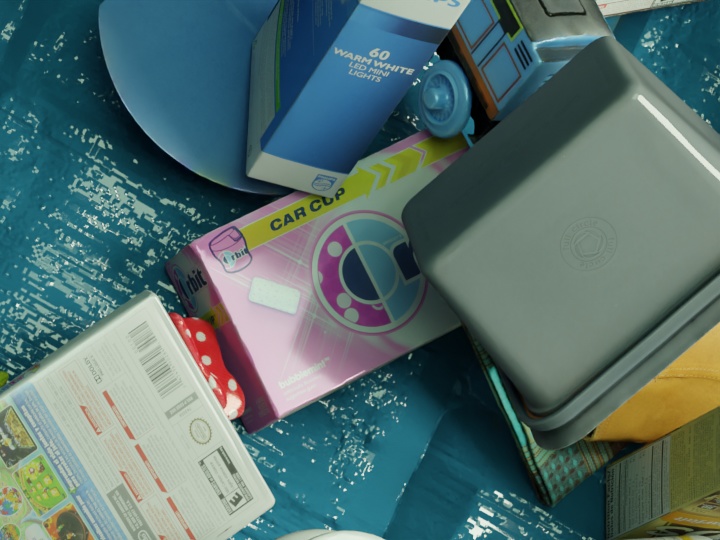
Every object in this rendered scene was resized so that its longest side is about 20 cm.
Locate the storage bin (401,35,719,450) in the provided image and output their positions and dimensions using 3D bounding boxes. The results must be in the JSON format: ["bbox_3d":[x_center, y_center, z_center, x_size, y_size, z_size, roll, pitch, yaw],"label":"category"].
[{"bbox_3d":[0.124,-0.030,1.566,0.200,0.146,0.134,-40,116,11],"label":"storage bin"}]

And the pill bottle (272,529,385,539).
[{"bbox_3d":[-0.033,0.204,1.546,0.113,0.200,0.115,4,76,-16],"label":"pill bottle"}]

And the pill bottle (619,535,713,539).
[{"bbox_3d":[0.161,0.212,1.642,0.198,0.112,0.113,-3,77,-10],"label":"pill bottle"}]

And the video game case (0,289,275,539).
[{"bbox_3d":[-0.160,0.124,1.531,0.199,0.018,0.144,-35,110,-15],"label":"video game case"}]

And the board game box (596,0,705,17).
[{"bbox_3d":[0.170,-0.248,1.713,0.158,0.200,0.097,-11,65,-21],"label":"board game box"}]

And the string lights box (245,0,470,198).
[{"bbox_3d":[-0.002,-0.141,1.582,0.059,0.200,0.103,14,53,-18],"label":"string lights box"}]

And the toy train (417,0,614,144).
[{"bbox_3d":[0.070,-0.165,1.668,0.086,0.114,0.201,-4,59,-39],"label":"toy train"}]

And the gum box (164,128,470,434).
[{"bbox_3d":[0.000,0.000,1.678,0.199,0.066,0.114,-26,87,-22],"label":"gum box"}]

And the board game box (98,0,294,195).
[{"bbox_3d":[-0.065,-0.133,1.701,0.158,0.039,0.200,46,63,-3],"label":"board game box"}]

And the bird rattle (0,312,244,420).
[{"bbox_3d":[-0.160,0.107,1.598,0.199,0.113,0.164,-11,102,-19],"label":"bird rattle"}]

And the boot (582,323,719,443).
[{"bbox_3d":[0.204,0.011,1.668,0.143,0.071,0.203,3,107,-28],"label":"boot"}]

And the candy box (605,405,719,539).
[{"bbox_3d":[0.231,0.124,1.649,0.115,0.200,0.056,8,72,-15],"label":"candy box"}]

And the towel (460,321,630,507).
[{"bbox_3d":[0.130,0.025,1.685,0.146,0.022,0.201,-36,121,-21],"label":"towel"}]
